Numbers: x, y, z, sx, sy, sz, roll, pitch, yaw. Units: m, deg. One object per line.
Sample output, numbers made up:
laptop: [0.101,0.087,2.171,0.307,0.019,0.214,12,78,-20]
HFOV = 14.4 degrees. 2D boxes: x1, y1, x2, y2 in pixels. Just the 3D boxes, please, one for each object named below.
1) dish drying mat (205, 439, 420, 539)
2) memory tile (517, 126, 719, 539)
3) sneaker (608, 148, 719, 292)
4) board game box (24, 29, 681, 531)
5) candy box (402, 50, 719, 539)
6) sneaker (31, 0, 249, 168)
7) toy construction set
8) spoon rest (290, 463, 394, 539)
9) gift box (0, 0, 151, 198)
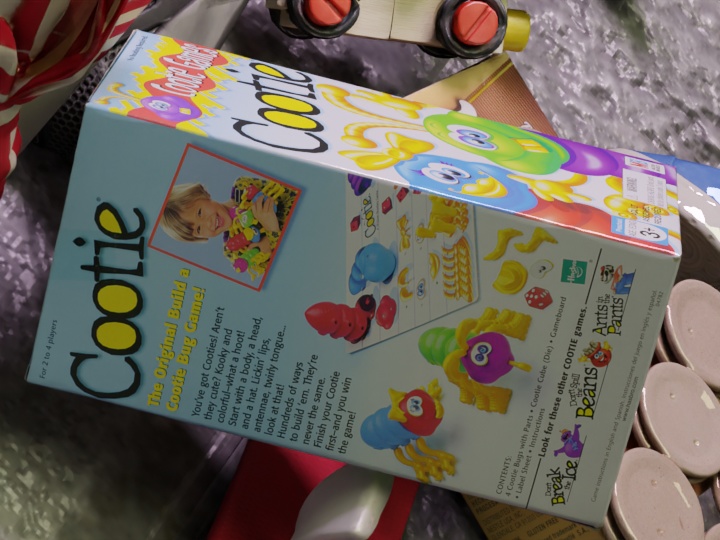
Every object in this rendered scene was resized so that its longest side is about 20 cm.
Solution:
dish drying mat: [-0.028,0.116,1.028,0.077,0.018,0.200,43,41,-19]
memory tile: [0.107,0.046,1.122,0.200,0.017,0.153,41,43,-19]
sneaker: [0.199,-0.010,1.236,0.200,0.077,0.111,31,53,19]
board game box: [0.000,0.000,0.977,0.200,0.105,0.103,15,20,0]
candy box: [0.063,0.019,1.151,0.117,0.056,0.200,-27,86,-49]
sneaker: [-0.086,-0.140,1.061,0.114,0.076,0.200,36,72,-17]
toy construction set: [0.020,-0.154,1.155,0.200,0.092,0.131,7,92,-1]
spoon rest: [0.027,0.151,1.022,0.200,0.061,0.099,59,36,-29]
gift box: [-0.175,-0.104,0.912,0.187,0.185,0.200,51,44,7]
